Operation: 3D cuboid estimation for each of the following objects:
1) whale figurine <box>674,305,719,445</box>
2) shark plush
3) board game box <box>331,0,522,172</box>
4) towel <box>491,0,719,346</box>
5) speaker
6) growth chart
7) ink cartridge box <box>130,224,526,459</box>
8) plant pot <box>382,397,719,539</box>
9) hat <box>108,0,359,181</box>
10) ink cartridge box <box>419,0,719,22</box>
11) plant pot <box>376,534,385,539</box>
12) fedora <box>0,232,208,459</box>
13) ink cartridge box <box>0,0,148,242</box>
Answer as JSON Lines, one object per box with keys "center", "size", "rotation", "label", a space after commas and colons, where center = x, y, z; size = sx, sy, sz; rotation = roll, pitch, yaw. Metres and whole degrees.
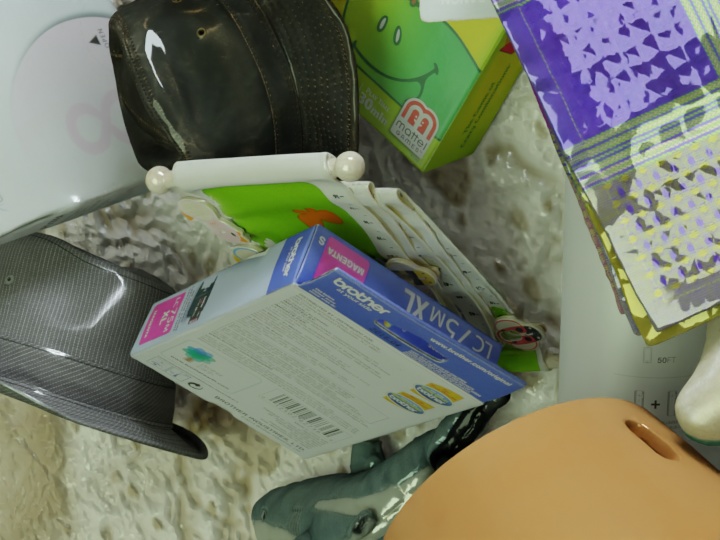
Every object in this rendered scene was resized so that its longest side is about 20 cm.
{"center": [0.228, 0.062, 0.745], "size": [0.199, 0.160, 0.104], "rotation": [12, 154, 13], "label": "whale figurine"}
{"center": [0.001, 0.112, 0.984], "size": [0.200, 0.090, 0.084], "rotation": [-55, 38, 45], "label": "shark plush"}
{"center": [0.050, -0.157, 0.872], "size": [0.102, 0.048, 0.201], "rotation": [44, 126, 19], "label": "board game box"}
{"center": [0.130, -0.083, 0.718], "size": [0.143, 0.023, 0.201], "rotation": [-21, 96, 27], "label": "towel"}
{"center": [0.130, 0.011, 0.843], "size": [0.081, 0.081, 0.201], "rotation": [12, 112, 34], "label": "speaker"}
{"center": [0.000, 0.000, 0.909], "size": [0.144, 0.018, 0.200], "rotation": [-9, 142, 42], "label": "growth chart"}
{"center": [-0.017, 0.037, 0.925], "size": [0.119, 0.042, 0.200], "rotation": [32, 153, -23], "label": "ink cartridge box"}
{"center": [0.095, 0.148, 0.751], "size": [0.140, 0.199, 0.201], "rotation": [58, 133, 36], "label": "plant pot"}
{"center": [-0.079, -0.091, 0.927], "size": [0.201, 0.081, 0.202], "rotation": [43, 144, 43], "label": "hat"}
{"center": [0.104, -0.204, 0.764], "size": [0.161, 0.057, 0.202], "rotation": [0, 92, 24], "label": "ink cartridge box"}
{"center": [0.059, 0.192, 0.906], "size": [0.199, 0.200, 0.135], "rotation": [28, 90, 28], "label": "plant pot"}
{"center": [-0.164, 0.032, 1.048], "size": [0.199, 0.176, 0.091], "rotation": [13, 83, 47], "label": "fedora"}
{"center": [-0.210, -0.092, 0.984], "size": [0.057, 0.199, 0.163], "rotation": [-32, 83, 49], "label": "ink cartridge box"}
